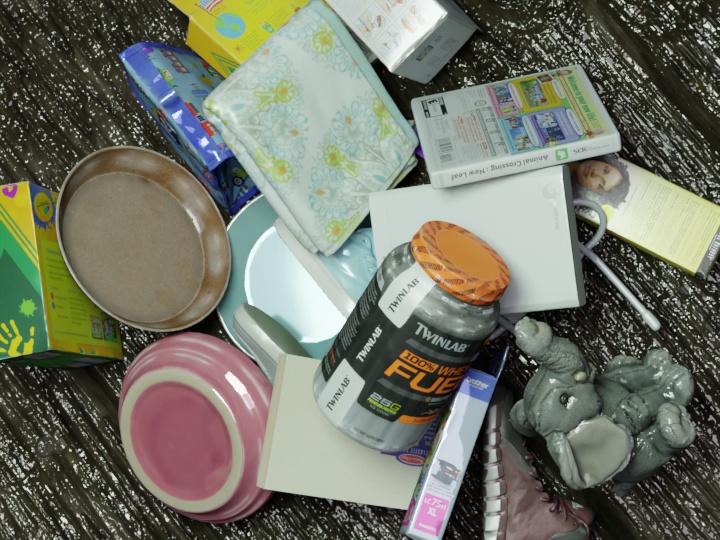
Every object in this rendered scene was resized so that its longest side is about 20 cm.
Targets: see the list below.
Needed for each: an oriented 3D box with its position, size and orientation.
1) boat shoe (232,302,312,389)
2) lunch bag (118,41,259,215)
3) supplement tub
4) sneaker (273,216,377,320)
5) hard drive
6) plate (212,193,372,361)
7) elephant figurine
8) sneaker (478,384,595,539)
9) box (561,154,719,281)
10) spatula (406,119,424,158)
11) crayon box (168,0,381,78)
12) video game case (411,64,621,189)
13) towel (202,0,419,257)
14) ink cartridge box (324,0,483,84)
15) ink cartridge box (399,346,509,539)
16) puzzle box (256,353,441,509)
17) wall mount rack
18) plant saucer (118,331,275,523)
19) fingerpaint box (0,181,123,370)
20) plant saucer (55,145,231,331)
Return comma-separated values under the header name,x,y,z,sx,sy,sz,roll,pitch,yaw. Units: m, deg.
name,x,y,z,sx,sy,sz,roll,pitch,yaw
boat shoe,-0.071,0.123,1.688,0.071,0.070,0.201,-40,101,10
lunch bag,-0.162,-0.154,1.687,0.094,0.200,0.151,-39,79,3
supplement tub,0.049,0.060,1.554,0.122,0.122,0.201,37,118,11
sneaker,0.000,0.000,1.683,0.082,0.074,0.200,-42,80,6
hard drive,0.110,-0.022,1.600,0.198,0.026,0.133,-7,91,25
plate,-0.056,0.009,1.741,0.198,0.026,0.202,-1,85,10
elephant figurine,0.206,0.133,1.586,0.198,0.141,0.157,3,78,-27
sneaker,0.176,0.214,1.664,0.114,0.076,0.202,0,91,1
box,0.272,-0.066,1.680,0.199,0.050,0.076,26,90,11
spatula,0.025,-0.159,1.745,0.199,0.021,0.057,23,68,15
crayon box,-0.089,-0.242,1.734,0.200,0.051,0.127,42,63,11
video game case,0.147,-0.143,1.637,0.180,0.200,0.022,-12,116,2
towel,-0.041,-0.138,1.639,0.171,0.048,0.201,-49,113,-30
ink cartridge box,0.017,-0.289,1.692,0.084,0.175,0.200,-45,78,13
ink cartridge box,0.089,0.167,1.621,0.042,0.119,0.201,22,81,1
puzzle box,0.001,0.164,1.660,0.199,0.025,0.134,12,85,-25
wall mount rack,0.190,0.033,1.661,0.173,0.075,0.200,35,112,-25
plant saucer,-0.169,0.164,1.687,0.199,0.051,0.202,8,108,27
fingerpaint box,-0.318,0.010,1.695,0.073,0.200,0.168,-10,83,11
plant saucer,-0.224,-0.028,1.693,0.034,0.199,0.202,-31,76,48
